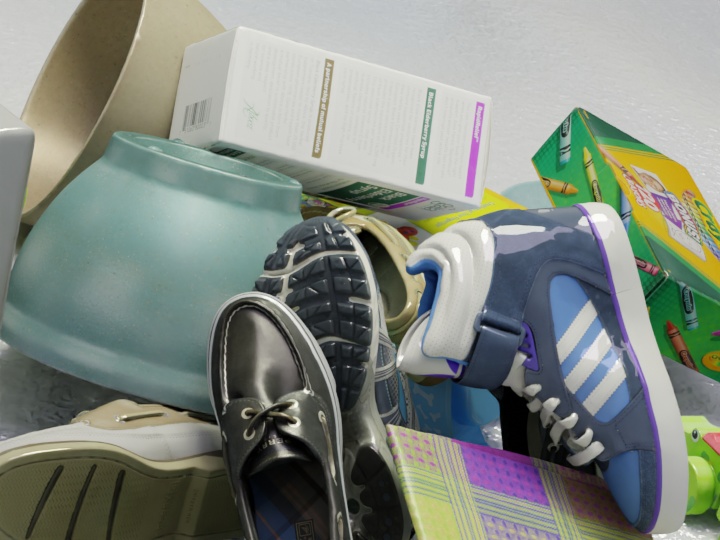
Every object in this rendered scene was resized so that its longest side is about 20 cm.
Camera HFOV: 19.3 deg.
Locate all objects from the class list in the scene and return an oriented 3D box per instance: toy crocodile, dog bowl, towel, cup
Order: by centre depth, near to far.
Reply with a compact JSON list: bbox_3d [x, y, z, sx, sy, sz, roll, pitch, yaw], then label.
[{"bbox_3d":[0.103,0.162,1.157,0.200,0.023,0.144,18,39,-34],"label":"towel"},{"bbox_3d":[0.246,0.144,1.320,0.067,0.062,0.200,5,27,-23],"label":"toy crocodile"},{"bbox_3d":[0.088,0.051,1.371,0.050,0.112,0.200,11,20,31],"label":"dog bowl"},{"bbox_3d":[-0.140,-0.098,1.469,0.143,0.200,0.200,27,20,-24],"label":"cup"}]

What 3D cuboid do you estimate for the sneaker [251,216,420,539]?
[{"bbox_3d":[-0.008,0.068,1.210,0.077,0.200,0.086,-8,1,21],"label":"sneaker"}]

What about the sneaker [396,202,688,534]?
[{"bbox_3d":[0.094,0.065,1.198,0.146,0.200,0.081,-12,-6,-13],"label":"sneaker"}]

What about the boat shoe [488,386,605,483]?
[{"bbox_3d":[0.103,0.071,1.275,0.066,0.200,0.074,-1,-8,-23],"label":"boat shoe"}]

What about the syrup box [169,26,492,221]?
[{"bbox_3d":[-0.017,-0.093,1.388,0.200,0.082,0.079,14,-12,-29],"label":"syrup box"}]

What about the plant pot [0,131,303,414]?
[{"bbox_3d":[-0.108,-0.005,1.268,0.200,0.134,0.200,17,7,-2],"label":"plant pot"}]

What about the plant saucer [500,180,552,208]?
[{"bbox_3d":[0.195,-0.008,1.629,0.201,0.039,0.201,13,25,-6],"label":"plant saucer"}]

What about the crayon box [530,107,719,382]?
[{"bbox_3d":[0.207,-0.018,1.504,0.119,0.058,0.200,25,28,-33],"label":"crayon box"}]

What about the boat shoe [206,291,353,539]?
[{"bbox_3d":[-0.040,0.100,1.124,0.069,0.057,0.200,-15,71,1],"label":"boat shoe"}]

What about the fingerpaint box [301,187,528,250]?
[{"bbox_3d":[0.032,-0.006,1.487,0.167,0.073,0.200,28,28,25],"label":"fingerpaint box"}]

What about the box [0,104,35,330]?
[{"bbox_3d":[-0.316,-0.028,1.179,0.171,0.200,0.199,-12,36,-42],"label":"box"}]

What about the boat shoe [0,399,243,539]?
[{"bbox_3d":[-0.136,0.112,1.156,0.200,0.075,0.068,7,23,-43],"label":"boat shoe"}]

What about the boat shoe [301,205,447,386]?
[{"bbox_3d":[-0.001,0.002,1.315,0.063,0.073,0.201,44,2,-38],"label":"boat shoe"}]
